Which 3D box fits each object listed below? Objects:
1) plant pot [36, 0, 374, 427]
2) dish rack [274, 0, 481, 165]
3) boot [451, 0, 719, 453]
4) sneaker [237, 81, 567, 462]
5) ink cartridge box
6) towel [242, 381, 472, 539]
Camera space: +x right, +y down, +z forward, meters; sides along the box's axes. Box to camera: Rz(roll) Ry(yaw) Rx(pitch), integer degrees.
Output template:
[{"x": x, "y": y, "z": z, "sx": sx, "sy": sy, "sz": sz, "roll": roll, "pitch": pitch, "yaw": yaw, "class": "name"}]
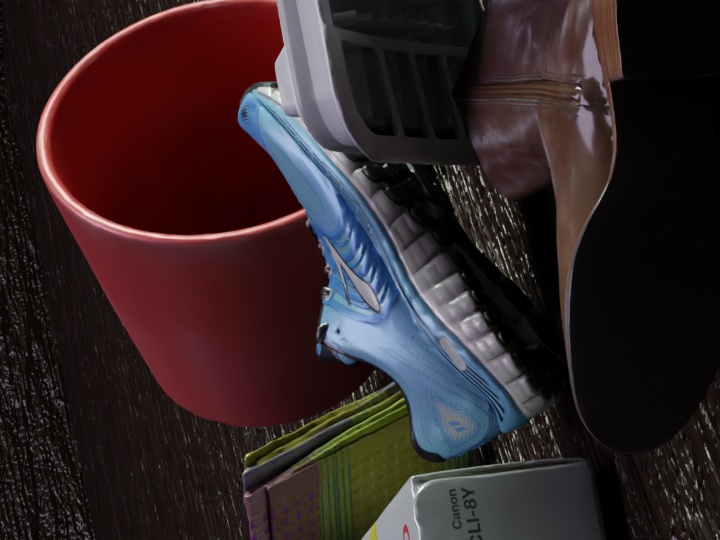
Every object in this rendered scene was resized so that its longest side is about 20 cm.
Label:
[{"x": -0.063, "y": -0.023, "z": 1.311, "sx": 0.178, "sy": 0.199, "sz": 0.201, "roll": 81, "pitch": 173, "yaw": -46, "class": "plant pot"}, {"x": -0.001, "y": -0.141, "z": 1.039, "sx": 0.171, "sy": 0.043, "sz": 0.201, "roll": -4, "pitch": -97, "yaw": -63, "class": "dish rack"}, {"x": 0.080, "y": -0.031, "z": 0.915, "sx": 0.200, "sy": 0.064, "sz": 0.187, "roll": -177, "pitch": 93, "yaw": -74, "class": "boot"}, {"x": 0.000, "y": 0.000, "z": 1.060, "sx": 0.200, "sy": 0.090, "sz": 0.078, "roll": 54, "pitch": -159, "yaw": 16, "class": "sneaker"}, {"x": 0.054, "y": 0.180, "z": 1.067, "sx": 0.200, "sy": 0.083, "sz": 0.146, "roll": 118, "pitch": 144, "yaw": -70, "class": "ink cartridge box"}, {"x": 0.001, "y": 0.149, "z": 1.209, "sx": 0.023, "sy": 0.143, "sz": 0.201, "roll": 30, "pitch": 136, "yaw": 41, "class": "towel"}]
